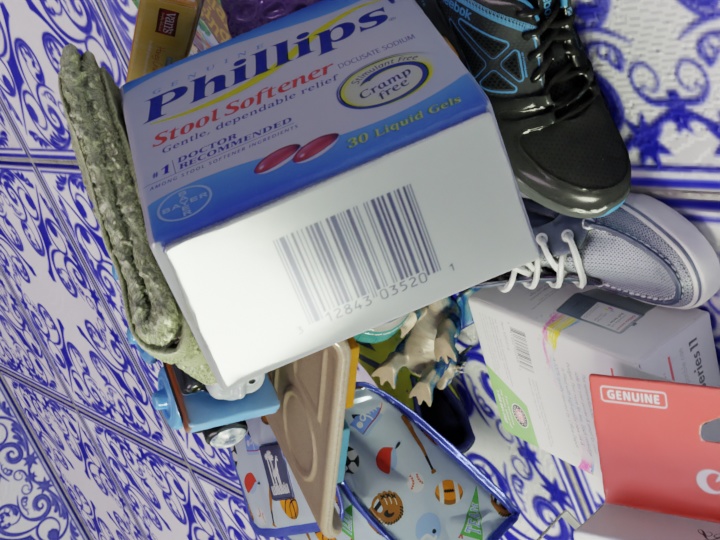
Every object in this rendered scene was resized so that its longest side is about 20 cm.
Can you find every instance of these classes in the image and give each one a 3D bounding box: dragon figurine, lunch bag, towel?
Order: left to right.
[{"bbox_3d":[-0.134,-0.029,0.825,0.148,0.036,0.201,66,-178,-77],"label":"towel"},{"bbox_3d":[-0.006,0.175,1.088,0.200,0.124,0.170,47,149,-13],"label":"lunch bag"},{"bbox_3d":[0.060,0.031,0.998,0.059,0.100,0.200,24,137,10],"label":"dragon figurine"}]

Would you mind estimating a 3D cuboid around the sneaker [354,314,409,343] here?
[{"bbox_3d":[0.000,0.000,0.978,0.200,0.071,0.080,-93,18,-56],"label":"sneaker"}]

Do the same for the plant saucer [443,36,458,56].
[{"bbox_3d":[0.009,-0.166,0.916,0.200,0.032,0.201,42,151,30],"label":"plant saucer"}]

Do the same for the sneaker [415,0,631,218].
[{"bbox_3d":[0.093,-0.120,0.760,0.200,0.073,0.082,57,157,1],"label":"sneaker"}]

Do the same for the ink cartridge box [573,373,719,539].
[{"bbox_3d":[0.211,0.153,0.734,0.199,0.043,0.174,3,112,39],"label":"ink cartridge box"}]

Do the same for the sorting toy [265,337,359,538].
[{"bbox_3d":[-0.044,0.058,0.940,0.185,0.036,0.201,-122,25,-45],"label":"sorting toy"}]

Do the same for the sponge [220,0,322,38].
[{"bbox_3d":[-0.017,-0.116,0.884,0.111,0.030,0.201,-2,125,21],"label":"sponge"}]

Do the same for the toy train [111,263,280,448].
[{"bbox_3d":[-0.117,0.022,0.945,0.114,0.086,0.201,118,136,-56],"label":"toy train"}]

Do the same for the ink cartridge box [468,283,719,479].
[{"bbox_3d":[0.166,0.073,0.861,0.200,0.067,0.118,24,138,52],"label":"ink cartridge box"}]

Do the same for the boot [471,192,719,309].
[{"bbox_3d":[0.118,-0.009,0.827,0.200,0.090,0.073,27,142,49],"label":"boot"}]

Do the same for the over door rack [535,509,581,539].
[{"bbox_3d":[0.202,0.245,0.981,0.200,0.067,0.148,32,152,5],"label":"over door rack"}]

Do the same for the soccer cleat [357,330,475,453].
[{"bbox_3d":[0.032,0.071,1.116,0.201,0.065,0.084,58,157,-10],"label":"soccer cleat"}]

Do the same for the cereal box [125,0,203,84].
[{"bbox_3d":[-0.116,-0.224,0.915,0.039,0.201,0.144,14,154,-9],"label":"cereal box"}]

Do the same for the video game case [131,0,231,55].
[{"bbox_3d":[-0.125,-0.206,1.128,0.200,0.022,0.182,55,155,7],"label":"video game case"}]

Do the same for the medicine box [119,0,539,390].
[{"bbox_3d":[-0.026,-0.058,0.750,0.200,0.182,0.103,-115,2,-55],"label":"medicine box"}]
